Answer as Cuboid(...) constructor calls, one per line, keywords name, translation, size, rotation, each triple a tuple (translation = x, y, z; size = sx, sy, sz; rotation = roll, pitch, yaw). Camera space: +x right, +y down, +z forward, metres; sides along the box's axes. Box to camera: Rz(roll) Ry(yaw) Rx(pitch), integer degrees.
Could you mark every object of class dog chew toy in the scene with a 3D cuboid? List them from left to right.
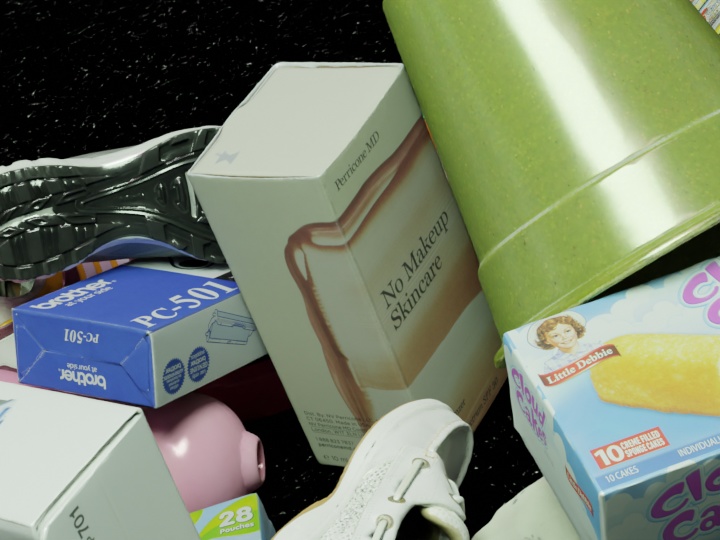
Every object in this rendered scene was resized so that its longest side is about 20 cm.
Cuboid(name="dog chew toy", translation=(-0.150, 0.110, 1.257), size=(0.199, 0.125, 0.125), rotation=(-5, 37, 8))

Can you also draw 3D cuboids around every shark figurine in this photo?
Cuboid(name="shark figurine", translation=(0.143, 0.135, 1.103), size=(0.214, 0.089, 0.129), rotation=(24, 88, 56))

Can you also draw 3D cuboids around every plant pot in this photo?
Cuboid(name="plant pot", translation=(0.106, -0.082, 1.171), size=(0.199, 0.191, 0.200), rotation=(-30, -9, -5))

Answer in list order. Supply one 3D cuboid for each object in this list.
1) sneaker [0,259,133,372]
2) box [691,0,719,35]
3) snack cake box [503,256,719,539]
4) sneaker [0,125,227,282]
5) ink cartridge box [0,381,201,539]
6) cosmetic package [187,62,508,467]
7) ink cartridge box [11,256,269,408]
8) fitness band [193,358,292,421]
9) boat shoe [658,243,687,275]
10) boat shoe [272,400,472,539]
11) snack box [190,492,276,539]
Cuboid(name="sneaker", translation=(-0.172, -0.003, 1.380), size=(0.075, 0.090, 0.200), rotation=(-23, 23, 22))
Cuboid(name="box", translation=(0.163, -0.092, 1.314), size=(0.200, 0.038, 0.137), rotation=(-54, 18, 25))
Cuboid(name="snack cake box", translation=(0.177, 0.052, 1.062), size=(0.199, 0.067, 0.115), rotation=(-19, 43, -9))
Cuboid(name="sneaker", translation=(-0.119, -0.039, 1.286), size=(0.199, 0.074, 0.079), rotation=(-5, 7, -8))
Cuboid(name="ink cartridge box", translation=(-0.171, 0.128, 1.093), size=(0.199, 0.147, 0.086), rotation=(7, 41, 35))
Cuboid(name="cosmetic package", translation=(0.000, 0.000, 1.245), size=(0.087, 0.201, 0.104), rotation=(3, 42, 35))
Cuboid(name="ink cartridge box", translation=(-0.087, 0.019, 1.280), size=(0.094, 0.044, 0.200), rotation=(8, 20, 33))
Cuboid(name="fitness band", translation=(-0.036, 0.013, 1.393), size=(0.200, 0.038, 0.143), rotation=(-35, 37, -17))
Cuboid(name="boat shoe", translation=(0.216, -0.053, 1.325), size=(0.069, 0.071, 0.200), rotation=(6, 41, 50))
Cuboid(name="boat shoe", translation=(0.020, 0.127, 1.132), size=(0.069, 0.071, 0.200), rotation=(10, 28, 22))
Cuboid(name="snack box", translation=(-0.128, 0.210, 1.147), size=(0.199, 0.068, 0.169), rotation=(-16, 35, 6))
